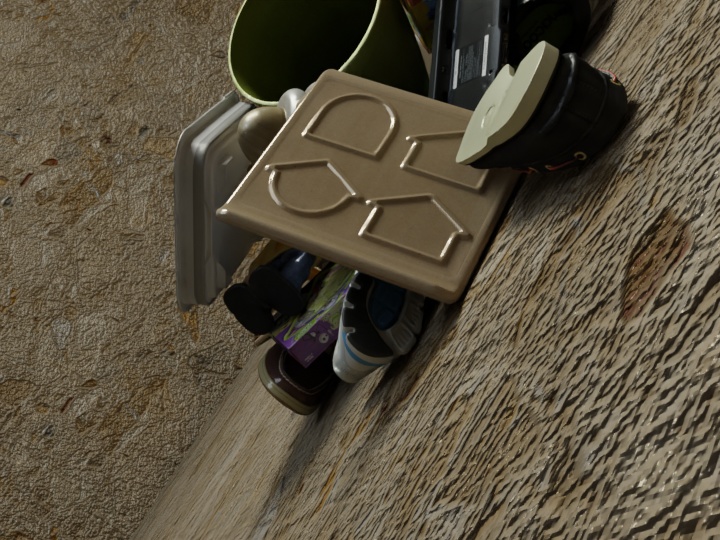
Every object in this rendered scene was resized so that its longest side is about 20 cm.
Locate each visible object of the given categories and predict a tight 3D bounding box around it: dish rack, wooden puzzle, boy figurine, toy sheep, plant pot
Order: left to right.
[{"bbox_3d":[-0.126,-0.067,0.923,0.200,0.043,0.175,-66,-18,-65],"label":"dish rack"},{"bbox_3d":[-0.063,-0.026,0.941,0.124,0.065,0.201,-32,22,31],"label":"boy figurine"},{"bbox_3d":[-0.015,-0.108,0.872,0.138,0.197,0.140,-169,90,-71],"label":"toy sheep"},{"bbox_3d":[-0.006,-0.208,1.019,0.185,0.199,0.190,-15,61,28],"label":"plant pot"},{"bbox_3d":[0.018,-0.063,0.717,0.047,0.183,0.201,92,-156,-46],"label":"wooden puzzle"}]

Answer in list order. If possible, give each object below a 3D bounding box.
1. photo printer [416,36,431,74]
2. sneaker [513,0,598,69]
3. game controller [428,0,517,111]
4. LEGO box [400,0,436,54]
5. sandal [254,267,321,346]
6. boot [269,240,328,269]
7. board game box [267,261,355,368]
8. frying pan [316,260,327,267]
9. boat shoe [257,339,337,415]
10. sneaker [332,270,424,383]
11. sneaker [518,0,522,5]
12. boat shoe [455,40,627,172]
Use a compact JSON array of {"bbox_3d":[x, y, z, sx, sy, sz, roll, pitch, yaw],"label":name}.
[{"bbox_3d":[0.059,-0.269,1.253,0.165,0.070,0.200,-25,10,42],"label":"photo printer"},{"bbox_3d":[0.135,-0.177,0.847,0.201,0.073,0.088,-51,5,27],"label":"sneaker"},{"bbox_3d":[0.094,-0.170,0.819,0.104,0.042,0.204,-5,79,54],"label":"game controller"},{"bbox_3d":[0.101,-0.310,0.960,0.148,0.078,0.200,-32,-6,8],"label":"LEGO box"},{"bbox_3d":[-0.067,0.008,1.034,0.077,0.070,0.211,-32,-3,-40],"label":"sandal"},{"bbox_3d":[-0.030,-0.068,1.165,0.144,0.071,0.201,-16,-24,-33],"label":"boot"},{"bbox_3d":[0.000,0.000,0.883,0.200,0.032,0.120,-44,12,-8],"label":"board game box"},{"bbox_3d":[0.002,-0.027,1.069,0.190,0.031,0.115,-48,38,-9],"label":"frying pan"},{"bbox_3d":[-0.044,0.074,0.951,0.072,0.072,0.200,-54,-1,17],"label":"boat shoe"},{"bbox_3d":[0.025,0.002,0.754,0.201,0.074,0.087,-59,1,-37],"label":"sneaker"},{"bbox_3d":[0.175,-0.255,0.975,0.201,0.066,0.078,-52,-3,22],"label":"sneaker"},{"bbox_3d":[0.108,-0.094,0.621,0.201,0.062,0.075,-162,97,-83],"label":"boat shoe"}]
